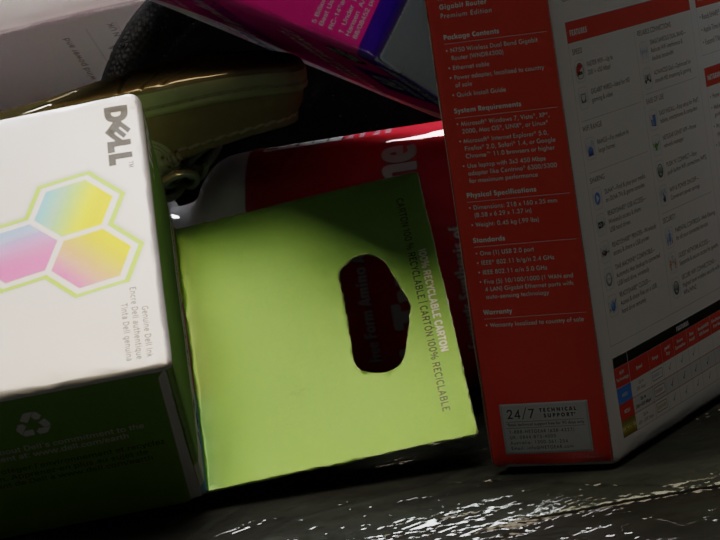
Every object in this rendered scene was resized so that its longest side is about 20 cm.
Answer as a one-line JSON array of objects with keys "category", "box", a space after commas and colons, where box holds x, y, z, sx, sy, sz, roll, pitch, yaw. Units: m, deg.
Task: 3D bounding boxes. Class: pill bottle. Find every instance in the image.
[{"category": "pill bottle", "box": [0.000, 0.000, 1.055, 0.199, 0.113, 0.112, -9, 7, 6]}]

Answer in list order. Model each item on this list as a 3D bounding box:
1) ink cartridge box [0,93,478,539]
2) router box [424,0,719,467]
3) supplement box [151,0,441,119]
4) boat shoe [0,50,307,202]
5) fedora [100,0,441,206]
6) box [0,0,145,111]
[{"category": "ink cartridge box", "box": [-0.070, 0.006, 0.936, 0.199, 0.076, 0.148, -12, 45, 0]}, {"category": "router box", "box": [0.101, -0.038, 0.954, 0.049, 0.180, 0.200, -4, 8, 30]}, {"category": "supplement box", "box": [-0.025, -0.143, 1.028, 0.200, 0.104, 0.101, 26, 0, 34]}, {"category": "boat shoe", "box": [-0.112, -0.040, 1.036, 0.200, 0.063, 0.073, -16, 11, 9]}, {"category": "fedora", "box": [-0.017, -0.065, 1.157, 0.200, 0.201, 0.092, -9, 4, 5]}, {"category": "box", "box": [-0.155, -0.121, 1.301, 0.199, 0.131, 0.199, -12, -29, 11]}]
